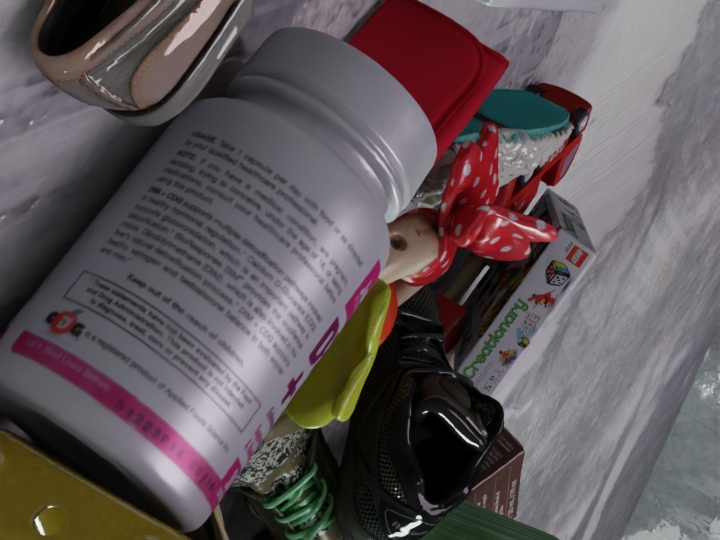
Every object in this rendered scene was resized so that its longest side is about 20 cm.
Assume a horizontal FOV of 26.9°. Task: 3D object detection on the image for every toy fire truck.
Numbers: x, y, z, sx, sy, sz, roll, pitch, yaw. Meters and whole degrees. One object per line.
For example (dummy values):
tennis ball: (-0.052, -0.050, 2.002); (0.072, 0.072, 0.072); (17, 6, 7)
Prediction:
toy fire truck: (0.094, -0.038, 1.081); (0.200, 0.049, 0.142); (-42, 153, -47)

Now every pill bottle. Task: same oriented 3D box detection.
pill bottle: (-0.058, 0.000, 0.643); (0.200, 0.113, 0.114); (-54, 160, -19)

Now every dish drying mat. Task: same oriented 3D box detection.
dish drying mat: (-0.007, -0.059, 0.752); (0.200, 0.077, 0.018); (-52, 167, -25)

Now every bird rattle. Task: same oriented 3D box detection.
bird rattle: (0.000, 0.000, 0.821); (0.200, 0.113, 0.163); (-37, 177, -39)

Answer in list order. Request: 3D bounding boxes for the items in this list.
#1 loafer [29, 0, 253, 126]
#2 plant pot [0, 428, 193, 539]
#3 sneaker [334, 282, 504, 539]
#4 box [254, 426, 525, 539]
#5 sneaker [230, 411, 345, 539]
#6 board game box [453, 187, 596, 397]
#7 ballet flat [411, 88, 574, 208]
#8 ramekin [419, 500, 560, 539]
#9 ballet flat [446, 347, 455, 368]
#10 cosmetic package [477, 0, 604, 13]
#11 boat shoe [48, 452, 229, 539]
loafer: (-0.051, -0.146, 0.537); (0.201, 0.072, 0.063); (-61, 154, 8)
plant pot: (-0.132, 0.180, 0.610); (0.196, 0.194, 0.201); (-49, 151, -32)
sneaker: (0.038, 0.061, 0.896); (0.114, 0.076, 0.200); (-38, -140, 49)
box: (0.023, 0.185, 1.092); (0.199, 0.075, 0.100); (-32, 148, -21)
sneaker: (-0.033, 0.136, 0.908); (0.077, 0.089, 0.200); (-37, 157, -3)
board game box: (0.118, 0.012, 1.109); (0.127, 0.035, 0.200); (-55, -178, 11)
ballet flat: (0.062, -0.074, 0.931); (0.200, 0.072, 0.072); (-13, 130, -55)
ramekin: (0.065, 0.247, 0.965); (0.200, 0.097, 0.201); (14, 90, -76)
ballet flat: (0.071, 0.089, 1.171); (0.068, 0.067, 0.200); (-65, 162, -11)
cosmetic package: (0.093, -0.201, 0.819); (0.200, 0.071, 0.102); (-16, 132, -64)
boat shoe: (-0.102, 0.110, 0.762); (0.073, 0.062, 0.200); (-54, 159, -20)
